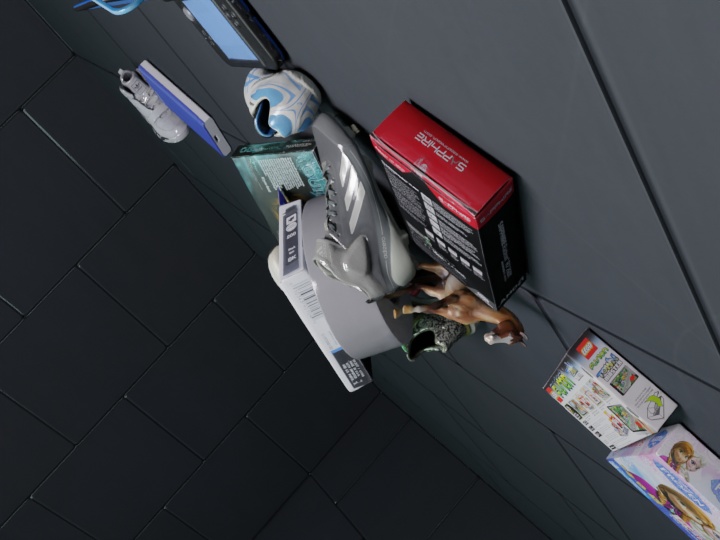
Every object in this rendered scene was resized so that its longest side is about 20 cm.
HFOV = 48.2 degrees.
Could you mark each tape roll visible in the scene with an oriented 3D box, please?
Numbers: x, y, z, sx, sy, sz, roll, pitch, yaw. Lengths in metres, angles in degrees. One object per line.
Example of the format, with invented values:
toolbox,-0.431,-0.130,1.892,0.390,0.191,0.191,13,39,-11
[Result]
tape roll,0.000,0.000,0.972,0.200,0.065,0.205,-18,-89,-75

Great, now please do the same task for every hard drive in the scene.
hard drive,-0.347,-0.319,1.595,0.199,0.025,0.132,42,171,20

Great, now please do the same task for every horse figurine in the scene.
horse figurine,0.094,0.026,0.894,0.200,0.129,0.051,-117,28,-70

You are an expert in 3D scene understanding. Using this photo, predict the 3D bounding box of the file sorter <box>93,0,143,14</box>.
file sorter,-0.232,-0.335,0.654,0.138,0.123,0.201,36,168,39

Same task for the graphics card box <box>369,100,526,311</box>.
graphics card box,0.085,-0.051,0.727,0.125,0.051,0.201,41,170,28

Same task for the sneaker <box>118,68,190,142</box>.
sneaker,-0.450,-0.358,1.729,0.200,0.075,0.115,44,175,30

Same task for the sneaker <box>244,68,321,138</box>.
sneaker,-0.103,-0.187,0.913,0.072,0.073,0.200,45,173,-22

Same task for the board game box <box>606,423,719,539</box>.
board game box,0.368,0.251,0.845,0.200,0.041,0.200,43,171,13

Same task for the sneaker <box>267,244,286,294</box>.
sneaker,-0.050,0.031,1.202,0.200,0.071,0.093,48,150,-12

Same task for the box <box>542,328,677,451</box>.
box,0.254,0.132,0.846,0.110,0.035,0.200,43,171,16

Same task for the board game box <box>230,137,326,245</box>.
board game box,-0.075,-0.085,1.084,0.133,0.028,0.202,1,135,30

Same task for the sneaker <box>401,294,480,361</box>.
sneaker,0.077,0.086,1.126,0.077,0.089,0.199,51,148,-13

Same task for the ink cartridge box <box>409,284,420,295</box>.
ink cartridge box,-0.017,-0.017,1.257,0.201,0.086,0.147,49,168,-19

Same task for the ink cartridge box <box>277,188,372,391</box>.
ink cartridge box,-0.045,0.015,1.025,0.202,0.043,0.200,-99,-17,-52

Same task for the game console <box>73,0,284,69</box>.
game console,-0.200,-0.258,0.876,0.171,0.118,0.199,49,171,-28

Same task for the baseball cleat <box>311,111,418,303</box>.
baseball cleat,-0.019,-0.064,0.840,0.203,0.105,0.070,60,168,6
